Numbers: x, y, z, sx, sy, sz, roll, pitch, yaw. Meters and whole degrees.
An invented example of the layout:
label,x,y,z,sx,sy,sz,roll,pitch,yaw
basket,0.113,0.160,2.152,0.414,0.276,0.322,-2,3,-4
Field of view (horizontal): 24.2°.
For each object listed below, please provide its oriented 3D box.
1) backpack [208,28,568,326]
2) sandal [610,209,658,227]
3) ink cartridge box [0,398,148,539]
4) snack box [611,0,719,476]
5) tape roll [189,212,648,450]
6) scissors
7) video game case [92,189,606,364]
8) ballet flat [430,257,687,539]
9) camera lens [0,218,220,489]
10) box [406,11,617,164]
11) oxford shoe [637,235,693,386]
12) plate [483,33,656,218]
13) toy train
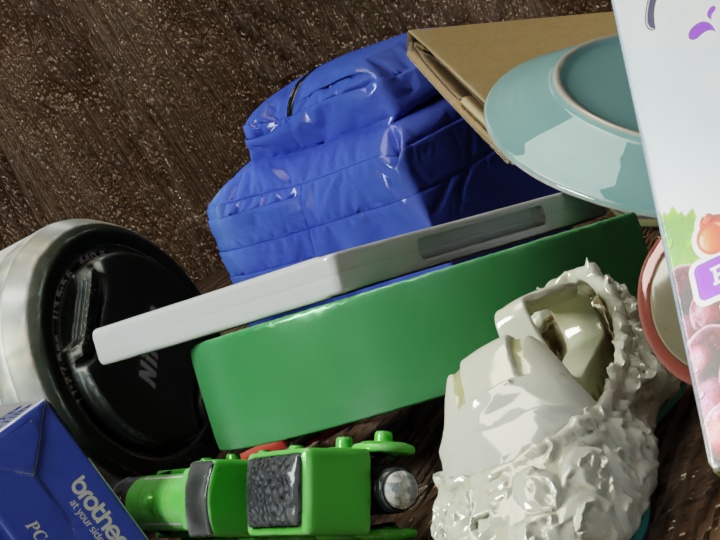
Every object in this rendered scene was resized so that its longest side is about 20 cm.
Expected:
label,x,y,z,sx,sy,sz,roll,pitch,yaw
backpack,0.008,-0.047,1.039,0.200,0.168,0.162,-22,1,45
sandal,0.197,-0.068,0.935,0.080,0.057,0.201,-33,9,-17
ink cartridge box,-0.143,0.106,0.725,0.044,0.094,0.200,-37,9,-20
snack box,0.138,-0.055,0.410,0.142,0.200,0.053,-23,-34,28
tape roll,0.028,0.026,0.719,0.200,0.048,0.200,-17,0,0
scissors,-0.018,0.070,0.760,0.073,0.014,0.200,-23,-6,-14
video game case,0.000,0.000,0.743,0.143,0.018,0.200,-17,-1,40
ballet flat,0.055,0.044,0.516,0.072,0.072,0.200,-25,6,21
camera lens,-0.184,0.073,0.918,0.200,0.160,0.160,-24,6,33
box,0.144,-0.106,0.904,0.200,0.021,0.164,-8,27,-15
oxford shoe,0.178,-0.014,0.455,0.200,0.071,0.075,-13,-9,31
plate,0.159,-0.079,0.803,0.200,0.026,0.200,1,31,0
toy train,-0.043,0.087,0.638,0.056,0.042,0.200,4,-11,-28
